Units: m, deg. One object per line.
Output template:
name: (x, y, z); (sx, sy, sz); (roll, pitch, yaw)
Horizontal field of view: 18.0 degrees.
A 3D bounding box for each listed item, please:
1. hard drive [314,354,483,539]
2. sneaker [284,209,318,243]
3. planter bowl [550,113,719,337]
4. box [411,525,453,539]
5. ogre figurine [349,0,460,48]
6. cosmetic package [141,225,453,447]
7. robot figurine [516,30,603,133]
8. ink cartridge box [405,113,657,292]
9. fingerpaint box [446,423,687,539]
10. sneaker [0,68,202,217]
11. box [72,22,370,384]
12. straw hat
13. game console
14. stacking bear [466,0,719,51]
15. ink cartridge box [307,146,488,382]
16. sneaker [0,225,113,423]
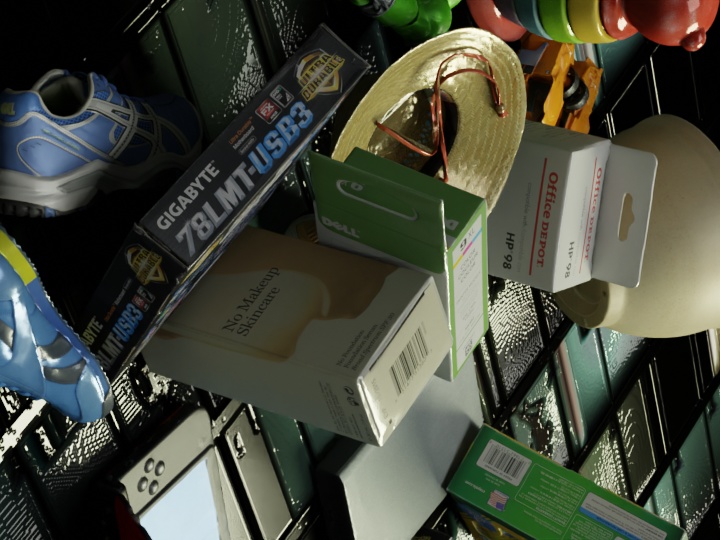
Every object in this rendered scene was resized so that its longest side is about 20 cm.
hard drive: (0.035, 0.156, 1.904); (0.200, 0.033, 0.140); (-47, 140, -38)
sneaker: (0.000, 0.000, 1.755); (0.200, 0.075, 0.088); (47, 34, -46)
planter bowl: (0.241, -0.025, 2.030); (0.134, 0.200, 0.201); (-19, 123, -23)
box: (0.018, 0.338, 1.945); (0.200, 0.046, 0.159); (-44, 138, -41)
ogre figurine: (0.044, -0.248, 1.678); (0.120, 0.098, 0.200); (52, 27, -39)
cosmetic package: (-0.050, 0.037, 1.544); (0.105, 0.199, 0.071); (-55, 144, -32)
robot figurine: (0.143, -0.105, 1.937); (0.145, 0.058, 0.201); (42, 67, -56)
ink cartridge box: (0.124, -0.056, 1.787); (0.067, 0.199, 0.116); (-16, 117, -54)
fingerpaint box: (0.185, 0.231, 1.986); (0.073, 0.200, 0.167); (-58, 161, -12)
sneaker: (-0.160, -0.089, 1.426); (0.200, 0.075, 0.077); (-29, 122, -60)
box: (-0.095, -0.040, 1.454); (0.200, 0.050, 0.199); (-51, 180, -30)
straw hat: (0.025, -0.099, 1.676); (0.201, 0.085, 0.202); (-24, 130, -32)
game console: (-0.112, 0.226, 1.610); (0.172, 0.118, 0.201); (-42, 138, -42)
stacking bear: (0.194, -0.230, 1.821); (0.114, 0.199, 0.122); (5, 99, -59)
ink cartridge box: (0.029, -0.019, 1.548); (0.059, 0.104, 0.200); (-54, 155, -30)
sneaker: (-0.221, 0.045, 1.411); (0.078, 0.066, 0.200); (-48, 143, -17)
